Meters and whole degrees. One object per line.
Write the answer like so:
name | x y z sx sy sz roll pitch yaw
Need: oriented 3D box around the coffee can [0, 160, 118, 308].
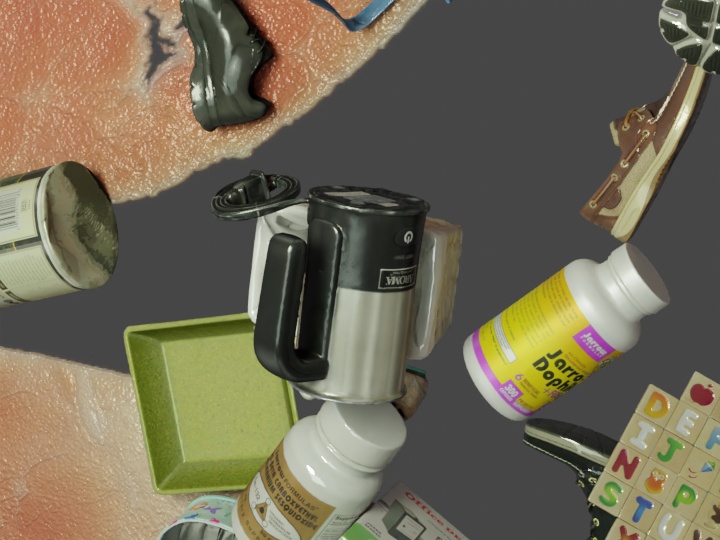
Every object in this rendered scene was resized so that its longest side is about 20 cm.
coffee can | -0.398 -0.032 1.554 0.199 0.146 0.147 -11 96 21

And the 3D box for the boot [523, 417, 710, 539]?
boot | 0.241 0.253 1.409 0.203 0.073 0.154 23 102 11

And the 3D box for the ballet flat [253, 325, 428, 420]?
ballet flat | -0.026 0.112 1.456 0.199 0.068 0.068 18 81 -3

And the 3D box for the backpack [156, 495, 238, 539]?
backpack | -0.151 0.355 1.536 0.177 0.151 0.201 18 112 15

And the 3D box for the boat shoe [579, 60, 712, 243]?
boat shoe | 0.275 -0.128 1.331 0.072 0.072 0.201 29 113 14

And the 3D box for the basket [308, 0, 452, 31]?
basket | 0.037 -0.319 1.323 0.200 0.176 0.139 -37 78 14

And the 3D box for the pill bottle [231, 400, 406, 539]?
pill bottle | -0.041 0.217 1.429 0.114 0.114 0.200 41 119 8

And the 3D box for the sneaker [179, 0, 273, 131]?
sneaker | -0.141 -0.252 1.465 0.090 0.076 0.201 -4 106 11

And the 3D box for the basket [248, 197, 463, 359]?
basket | 0.000 0.000 1.426 0.199 0.123 0.136 11 104 17

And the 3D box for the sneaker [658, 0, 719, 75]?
sneaker | 0.375 -0.229 1.264 0.199 0.084 0.081 7 136 3

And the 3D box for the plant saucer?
plant saucer | -0.156 0.147 1.552 0.199 0.048 0.201 -7 98 21

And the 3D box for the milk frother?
milk frother | -0.048 0.010 1.322 0.200 0.180 0.189 28 114 58

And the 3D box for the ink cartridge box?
ink cartridge box | 0.044 0.320 1.431 0.145 0.200 0.084 40 108 9

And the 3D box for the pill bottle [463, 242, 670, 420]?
pill bottle | 0.207 0.058 1.371 0.200 0.104 0.104 -38 86 23

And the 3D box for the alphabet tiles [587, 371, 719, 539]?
alphabet tiles | 0.329 0.210 1.353 0.166 0.006 0.201 30 82 5
